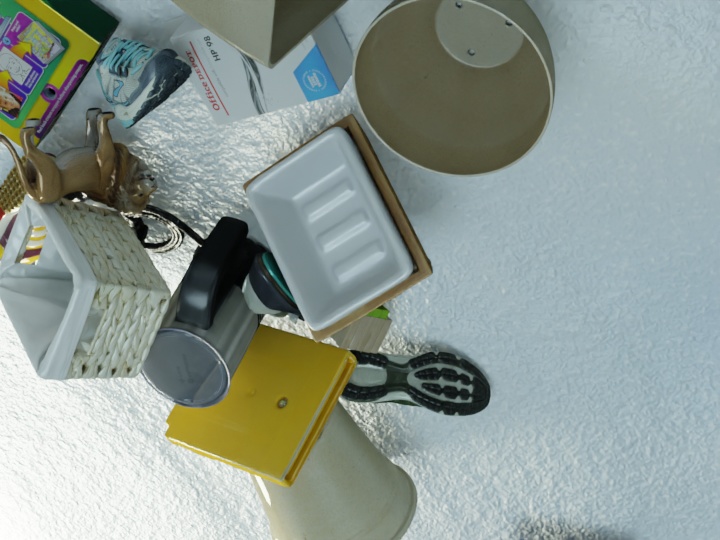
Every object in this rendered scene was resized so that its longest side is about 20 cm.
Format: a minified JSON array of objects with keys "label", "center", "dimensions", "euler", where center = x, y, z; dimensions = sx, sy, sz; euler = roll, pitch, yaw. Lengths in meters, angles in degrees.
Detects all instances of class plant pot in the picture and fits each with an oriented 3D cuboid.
[{"label":"plant pot","center":[0.105,-0.214,1.543],"dimensions":[0.199,0.135,0.201],"euler":[10,130,13]},{"label":"plant pot","center":[-0.109,-0.348,1.491],"dimensions":[0.176,0.200,0.201],"euler":[23,132,16]},{"label":"plant pot","center":[-0.055,0.247,1.907],"dimensions":[0.200,0.201,0.184],"euler":[-10,126,26]}]

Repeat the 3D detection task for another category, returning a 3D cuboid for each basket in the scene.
[{"label":"basket","center":[-0.312,0.021,1.736],"dimensions":[0.123,0.200,0.136],"euler":[9,117,-35]}]

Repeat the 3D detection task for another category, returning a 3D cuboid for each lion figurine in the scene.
[{"label":"lion figurine","center":[-0.323,-0.113,1.743],"dimensions":[0.072,0.199,0.123],"euler":[16,113,48]}]

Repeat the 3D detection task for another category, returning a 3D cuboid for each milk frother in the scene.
[{"label":"milk frother","center":[-0.219,0.030,1.814],"dimensions":[0.199,0.188,0.181],"euler":[2,126,18]}]

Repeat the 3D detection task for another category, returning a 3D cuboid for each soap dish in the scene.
[{"label":"soap dish","center":[-0.021,-0.045,1.692],"dimensions":[0.157,0.081,0.201],"euler":[-32,76,22]}]

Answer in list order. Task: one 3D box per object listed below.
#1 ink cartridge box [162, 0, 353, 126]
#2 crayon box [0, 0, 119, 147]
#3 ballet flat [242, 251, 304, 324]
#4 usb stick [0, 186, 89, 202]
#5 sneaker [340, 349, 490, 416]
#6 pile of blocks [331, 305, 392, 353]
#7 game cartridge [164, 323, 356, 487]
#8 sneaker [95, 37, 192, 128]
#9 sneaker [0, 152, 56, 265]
[{"label":"ink cartridge box","center":[-0.120,-0.228,1.658],"dimensions":[0.199,0.067,0.116],"euler":[-12,121,28]},{"label":"crayon box","center":[-0.392,-0.255,1.743],"dimensions":[0.172,0.058,0.200],"euler":[37,131,-8]},{"label":"ballet flat","center":[-0.092,0.027,1.775],"dimensions":[0.073,0.200,0.074],"euler":[-3,82,19]},{"label":"usb stick","center":[-0.377,-0.096,1.878],"dimensions":[0.199,0.033,0.056],"euler":[-15,128,29]},{"label":"sneaker","center":[0.059,0.135,1.887],"dimensions":[0.199,0.077,0.089],"euler":[10,171,-2]},{"label":"pile of blocks","center":[0.000,0.000,1.807],"dimensions":[0.062,0.082,0.201],"euler":[41,136,47]},{"label":"game cartridge","center":[-0.123,0.152,1.851],"dimensions":[0.199,0.177,0.032],"euler":[15,157,37]},{"label":"sneaker","center":[-0.247,-0.210,1.669],"dimensions":[0.086,0.078,0.200],"euler":[51,160,-9]},{"label":"sneaker","center":[-0.385,-0.068,1.842],"dimensions":[0.090,0.075,0.200],"euler":[18,141,-30]}]
